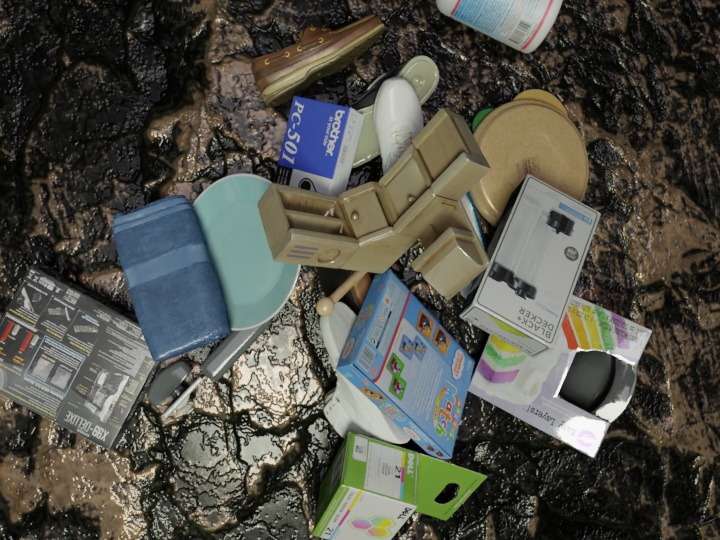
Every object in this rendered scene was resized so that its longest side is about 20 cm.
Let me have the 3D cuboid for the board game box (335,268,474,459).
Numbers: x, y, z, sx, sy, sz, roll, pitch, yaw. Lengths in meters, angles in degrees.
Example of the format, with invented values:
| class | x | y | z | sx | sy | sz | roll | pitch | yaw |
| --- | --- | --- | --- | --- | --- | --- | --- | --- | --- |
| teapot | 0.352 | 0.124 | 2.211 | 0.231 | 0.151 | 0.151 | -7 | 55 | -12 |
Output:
| class | x | y | z | sx | sy | sz | roll | pitch | yaw |
| --- | --- | --- | --- | --- | --- | --- | --- | --- | --- |
| board game box | 0.068 | 0.123 | 0.745 | 0.200 | 0.036 | 0.153 | 45 | 48 | -22 |

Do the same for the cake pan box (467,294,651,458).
| class | x | y | z | sx | sy | sz | roll | pitch | yaw |
| --- | --- | --- | --- | --- | --- | --- | --- | --- | --- |
| cake pan box | 0.271 | 0.125 | 0.781 | 0.197 | 0.052 | 0.188 | 26 | 98 | 20 |

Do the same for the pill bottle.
| class | x | y | z | sx | sy | sz | roll | pitch | yaw |
| --- | --- | --- | --- | --- | --- | --- | --- | --- | --- |
| pill bottle | 0.174 | -0.393 | 0.787 | 0.195 | 0.109 | 0.111 | 22 | 87 | -8 |

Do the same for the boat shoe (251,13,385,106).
| class | x | y | z | sx | sy | sz | roll | pitch | yaw |
| --- | --- | --- | --- | --- | --- | --- | --- | --- | --- |
| boat shoe | -0.058 | -0.301 | 0.774 | 0.197 | 0.072 | 0.069 | -31 | 96 | -4 |

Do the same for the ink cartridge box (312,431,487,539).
| class | x | y | z | sx | sy | sz | roll | pitch | yaw |
| --- | --- | --- | --- | --- | --- | --- | --- | --- | --- |
| ink cartridge box | 0.051 | 0.308 | 0.751 | 0.195 | 0.077 | 0.150 | 18 | 131 | -6 |

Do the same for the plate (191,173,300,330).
| class | x | y | z | sx | sy | sz | roll | pitch | yaw |
| --- | --- | --- | --- | --- | --- | --- | --- | --- | --- |
| plate | -0.157 | -0.024 | 0.753 | 0.195 | 0.025 | 0.207 | -2 | 85 | 22 |

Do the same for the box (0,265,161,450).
| class | x | y | z | sx | sy | sz | roll | pitch | yaw |
| --- | --- | --- | --- | --- | --- | --- | --- | --- | --- |
| box | -0.369 | 0.112 | 0.742 | 0.196 | 0.050 | 0.161 | 28 | 87 | -6 |

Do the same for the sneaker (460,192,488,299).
| class | x | y | z | sx | sy | sz | roll | pitch | yaw |
| --- | --- | --- | --- | --- | --- | --- | --- | --- | --- |
| sneaker | 0.144 | -0.013 | 0.809 | 0.079 | 0.076 | 0.205 | -16 | 98 | 16 |

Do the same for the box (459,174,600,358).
| class | x | y | z | sx | sy | sz | roll | pitch | yaw |
| --- | --- | --- | --- | --- | --- | --- | --- | --- | --- |
| box | 0.221 | -0.007 | 0.736 | 0.115 | 0.060 | 0.203 | 28 | 71 | 2 |

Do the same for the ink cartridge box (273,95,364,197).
| class | x | y | z | sx | sy | sz | roll | pitch | yaw |
| --- | --- | --- | --- | --- | --- | --- | --- | --- | --- |
| ink cartridge box | -0.066 | -0.117 | 0.754 | 0.092 | 0.044 | 0.206 | 17 | 96 | 26 |

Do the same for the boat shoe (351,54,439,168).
| class | x | y | z | sx | sy | sz | roll | pitch | yaw |
| --- | --- | --- | --- | --- | --- | --- | --- | --- | --- |
| boat shoe | 0.022 | -0.218 | 0.795 | 0.199 | 0.068 | 0.072 | -42 | 119 | 7 |

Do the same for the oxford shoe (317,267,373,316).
| class | x | y | z | sx | sy | sz | roll | pitch | yaw |
| --- | --- | --- | --- | --- | --- | --- | --- | --- | --- |
| oxford shoe | -0.006 | 0.023 | 0.796 | 0.070 | 0.071 | 0.205 | -22 | 91 | -37 |

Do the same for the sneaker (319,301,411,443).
| class | x | y | z | sx | sy | sz | roll | pitch | yaw |
| --- | --- | --- | --- | --- | --- | --- | --- | --- | --- |
| sneaker | -0.022 | 0.147 | 0.755 | 0.073 | 0.114 | 0.204 | -34 | 99 | -48 |

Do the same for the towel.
| class | x | y | z | sx | sy | sz | roll | pitch | yaw |
| --- | --- | --- | --- | --- | --- | --- | --- | --- | --- |
| towel | -0.243 | 0.008 | 0.733 | 0.109 | 0.049 | 0.204 | -19 | 75 | -12 |

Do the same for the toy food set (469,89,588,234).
| class | x | y | z | sx | sy | sz | roll | pitch | yaw |
| --- | --- | --- | --- | --- | --- | --- | --- | --- | --- |
| toy food set | 0.237 | -0.149 | 0.827 | 0.194 | 0.049 | 0.204 | -27 | 94 | -7 |

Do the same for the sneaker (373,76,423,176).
| class | x | y | z | sx | sy | sz | roll | pitch | yaw |
| --- | --- | --- | --- | --- | --- | --- | --- | --- | --- |
| sneaker | 0.060 | -0.149 | 0.756 | 0.068 | 0.081 | 0.206 | -9 | 113 | -8 |

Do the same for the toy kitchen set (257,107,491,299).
| class | x | y | z | sx | sy | sz | roll | pitch | yaw |
| --- | --- | --- | --- | --- | --- | --- | --- | --- | --- |
| toy kitchen set | 0.027 | -0.057 | 0.616 | 0.177 | 0.200 | 0.166 | 6 | 52 | -42 |

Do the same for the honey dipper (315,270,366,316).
| class | x | y | z | sx | sy | sz | roll | pitch | yaw |
| --- | --- | --- | --- | --- | --- | --- | --- | --- | --- |
| honey dipper | 0.000 | 0.000 | 0.739 | 0.038 | 0.038 | 0.200 | 54 | 42 | -5 |

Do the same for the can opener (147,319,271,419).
| class | x | y | z | sx | sy | sz | roll | pitch | yaw |
| --- | --- | --- | --- | --- | --- | --- | --- | --- | --- |
| can opener | -0.201 | 0.119 | 0.765 | 0.199 | 0.053 | 0.067 | -43 | 94 | -6 |
